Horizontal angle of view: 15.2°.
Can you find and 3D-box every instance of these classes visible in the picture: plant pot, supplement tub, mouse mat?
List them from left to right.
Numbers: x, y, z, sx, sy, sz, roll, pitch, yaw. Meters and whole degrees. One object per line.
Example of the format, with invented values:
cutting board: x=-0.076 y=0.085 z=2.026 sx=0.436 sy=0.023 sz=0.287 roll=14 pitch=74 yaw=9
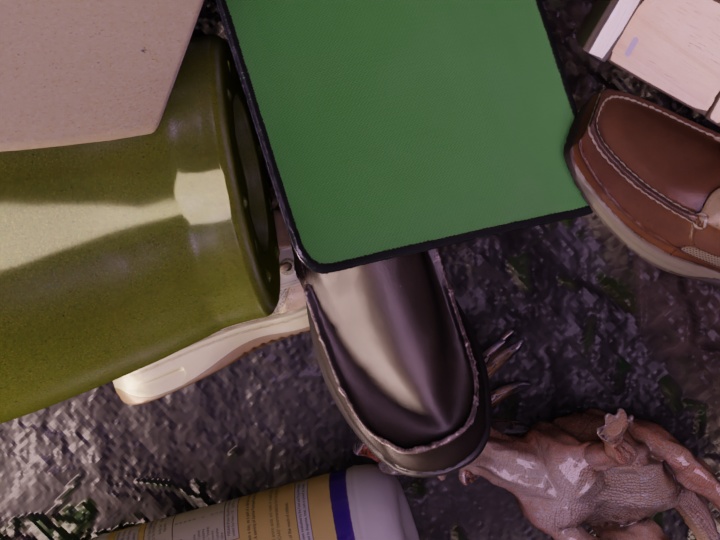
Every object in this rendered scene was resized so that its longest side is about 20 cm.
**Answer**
plant pot: x=-0.150 y=-0.164 z=1.122 sx=0.177 sy=0.200 sz=0.200 roll=12 pitch=128 yaw=-15
plant pot: x=-0.141 y=-0.027 z=1.227 sx=0.192 sy=0.200 sz=0.201 roll=-11 pitch=104 yaw=5
supplement tub: x=-0.062 y=0.186 z=1.315 sx=0.200 sy=0.145 sz=0.146 roll=-15 pitch=104 yaw=4
mouse mat: x=0.022 y=-0.088 z=1.228 sx=0.008 sy=0.200 sz=0.161 roll=-23 pitch=82 yaw=46

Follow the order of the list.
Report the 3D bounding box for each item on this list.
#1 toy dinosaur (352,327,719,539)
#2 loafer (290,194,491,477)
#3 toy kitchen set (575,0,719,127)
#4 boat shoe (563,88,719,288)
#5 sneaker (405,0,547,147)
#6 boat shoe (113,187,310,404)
toy dinosaur: x=0.110 y=0.093 z=1.322 sx=0.200 sy=0.136 sz=0.086 roll=21 pitch=99 yaw=-36
loafer: x=0.000 y=0.000 z=1.233 sx=0.073 sy=0.071 sz=0.200 roll=-24 pitch=77 yaw=1
toy kitchen set: x=0.150 y=-0.180 z=1.207 sx=0.163 sy=0.180 sz=0.200 roll=29 pitch=102 yaw=-6
boat shoe: x=0.192 y=-0.027 z=1.287 sx=0.200 sy=0.076 sz=0.074 roll=32 pitch=145 yaw=-16
sneaker: x=0.014 y=-0.125 z=1.276 sx=0.200 sy=0.074 sz=0.079 roll=40 pitch=95 yaw=-10
boat shoe: x=-0.043 y=-0.006 z=1.307 sx=0.200 sy=0.072 sz=0.065 roll=-26 pitch=104 yaw=12
